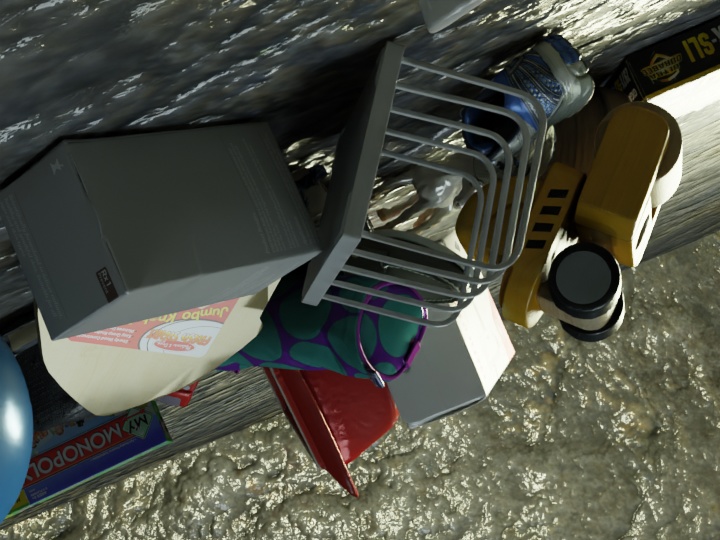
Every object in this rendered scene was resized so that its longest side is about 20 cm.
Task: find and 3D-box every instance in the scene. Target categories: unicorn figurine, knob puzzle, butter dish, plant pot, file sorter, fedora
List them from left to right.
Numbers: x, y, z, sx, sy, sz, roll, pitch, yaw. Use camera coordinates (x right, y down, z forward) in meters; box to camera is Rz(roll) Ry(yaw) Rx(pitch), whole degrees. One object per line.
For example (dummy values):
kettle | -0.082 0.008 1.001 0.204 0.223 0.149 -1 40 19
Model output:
fedora | -0.253 0.084 1.398 0.200 0.092 0.201 -24 172 -4
knob puzzle | -0.160 0.027 1.177 0.219 0.030 0.220 -19 138 -18
butter dish | -0.019 0.084 1.538 0.147 0.200 0.200 -28 -154 -7
file sorter | 0.043 -0.050 1.114 0.124 0.140 0.200 14 165 -6
unicorn figurine | 0.071 -0.072 1.479 0.137 0.074 0.200 -28 -173 12
plant pot | 0.178 -0.078 1.451 0.092 0.202 0.201 12 164 -8

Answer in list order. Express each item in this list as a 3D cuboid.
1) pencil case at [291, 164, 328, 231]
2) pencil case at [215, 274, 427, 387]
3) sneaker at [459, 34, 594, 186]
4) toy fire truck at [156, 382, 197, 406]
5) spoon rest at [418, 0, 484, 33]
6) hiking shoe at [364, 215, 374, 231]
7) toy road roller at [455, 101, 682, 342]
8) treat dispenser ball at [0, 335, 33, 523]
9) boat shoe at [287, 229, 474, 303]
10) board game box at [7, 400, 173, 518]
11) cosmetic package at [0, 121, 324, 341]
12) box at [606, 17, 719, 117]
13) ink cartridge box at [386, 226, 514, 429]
pencil case | -0.108 -0.015 1.248 0.199 0.078 0.089 -23 -178 -10
pencil case | -0.046 0.048 1.278 0.199 0.093 0.085 2 -136 39
sneaker | 0.113 -0.118 1.264 0.085 0.077 0.200 -26 163 -20
toy fire truck | -0.152 0.061 1.432 0.141 0.049 0.200 117 -3 -45
spoon rest | -0.014 -0.165 0.725 0.099 0.061 0.200 -30 156 28
hiking shoe | -0.049 -0.014 1.434 0.100 0.076 0.200 -25 173 -21
toy road roller | 0.166 -0.049 1.274 0.201 0.145 0.123 -65 164 -8
treat dispenser ball | -0.311 0.103 0.999 0.200 0.202 0.201 -24 172 -4
boat shoe | 0.001 0.002 1.314 0.201 0.072 0.060 11 -125 29
board game box | -0.299 0.146 1.516 0.199 0.135 0.029 -25 171 2
cosmetic package | -0.127 -0.030 1.022 0.090 0.107 0.200 -31 168 39
box | 0.332 -0.196 1.490 0.199 0.050 0.160 -23 170 -8
ink cartridge box | 0.071 0.049 1.464 0.082 0.147 0.200 -22 -177 15
